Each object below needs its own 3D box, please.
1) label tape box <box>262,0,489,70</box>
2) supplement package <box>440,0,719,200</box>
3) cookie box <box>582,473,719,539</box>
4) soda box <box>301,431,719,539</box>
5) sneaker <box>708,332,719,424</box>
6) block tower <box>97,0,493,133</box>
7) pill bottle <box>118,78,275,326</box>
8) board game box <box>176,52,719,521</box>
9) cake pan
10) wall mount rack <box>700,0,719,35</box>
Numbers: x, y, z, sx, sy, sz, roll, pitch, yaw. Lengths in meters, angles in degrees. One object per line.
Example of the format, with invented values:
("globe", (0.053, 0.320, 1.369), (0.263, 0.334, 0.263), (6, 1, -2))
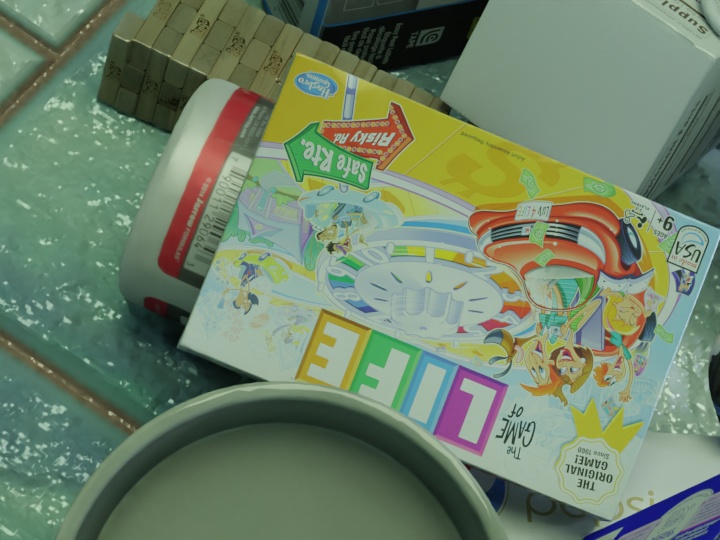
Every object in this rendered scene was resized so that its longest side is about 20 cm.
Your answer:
("label tape box", (0.063, -0.175, 1.436), (0.199, 0.145, 0.064), (-13, 59, -22))
("supplement package", (0.146, -0.125, 1.413), (0.114, 0.110, 0.200), (38, 38, 13))
("cookie box", (0.179, 0.182, 1.171), (0.200, 0.171, 0.075), (46, 60, -5))
("soda box", (0.066, 0.111, 1.289), (0.199, 0.064, 0.068), (4, 55, -11))
("sneaker", (0.228, 0.069, 1.333), (0.200, 0.076, 0.077), (32, 32, -33))
("block tower", (-0.024, -0.073, 1.400), (0.199, 0.054, 0.058), (25, 53, 3))
("pill bottle", (0.000, 0.000, 1.319), (0.199, 0.111, 0.111), (24, 53, 2))
("board game box", (0.038, 0.008, 1.246), (0.199, 0.034, 0.135), (22, 85, -4))
("cake pan", (-0.033, 0.147, 1.204), (0.199, 0.037, 0.202), (0, 84, -3))
("wall mount rack", (0.204, -0.196, 1.337), (0.173, 0.075, 0.200), (33, 56, 14))
